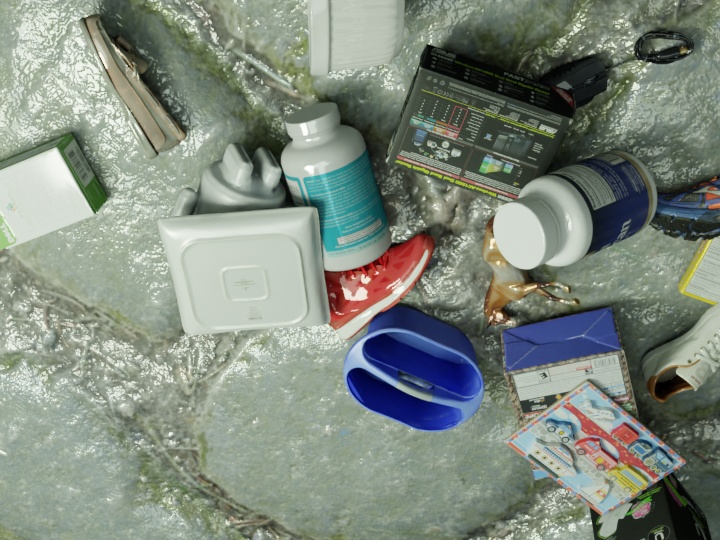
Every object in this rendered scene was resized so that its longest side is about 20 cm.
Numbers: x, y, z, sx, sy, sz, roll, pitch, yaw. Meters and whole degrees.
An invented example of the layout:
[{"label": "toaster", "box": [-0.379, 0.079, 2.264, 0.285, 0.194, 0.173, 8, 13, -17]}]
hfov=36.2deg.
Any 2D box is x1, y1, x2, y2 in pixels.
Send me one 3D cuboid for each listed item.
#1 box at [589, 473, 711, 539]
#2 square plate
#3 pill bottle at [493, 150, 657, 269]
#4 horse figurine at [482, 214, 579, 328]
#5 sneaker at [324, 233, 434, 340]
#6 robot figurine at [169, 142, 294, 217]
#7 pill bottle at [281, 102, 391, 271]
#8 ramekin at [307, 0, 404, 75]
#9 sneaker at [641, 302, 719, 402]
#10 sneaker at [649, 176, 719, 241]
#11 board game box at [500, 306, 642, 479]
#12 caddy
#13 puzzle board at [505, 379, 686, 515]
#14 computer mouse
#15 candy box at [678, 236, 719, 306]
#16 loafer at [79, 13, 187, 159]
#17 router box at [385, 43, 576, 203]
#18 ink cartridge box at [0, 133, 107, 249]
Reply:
[{"label": "box", "box": [0.418, 0.390, 1.560, 0.124, 0.200, 0.149, -33, 109, 21]}, {"label": "square plate", "box": [-0.144, 0.009, 1.406, 0.199, 0.029, 0.199, -4, 130, 2]}, {"label": "pill bottle", "box": [0.258, -0.070, 1.338, 0.111, 0.199, 0.112, 29, 129, 42]}, {"label": "horse figurine", "box": [0.209, -0.009, 1.457, 0.132, 0.050, 0.201, 1, 130, 31]}, {"label": "sneaker", "box": [0.000, 0.000, 1.480, 0.115, 0.078, 0.200, 39, 113, -14]}, {"label": "robot figurine", "box": [-0.167, -0.066, 1.444, 0.169, 0.113, 0.201, 10, 120, -27]}, {"label": "pill bottle", "box": [-0.035, -0.109, 1.409, 0.110, 0.111, 0.201, -11, 115, 12]}, {"label": "ramekin", "box": [-0.008, -0.324, 1.255, 0.104, 0.200, 0.201, -1, 117, -3]}, {"label": "sneaker", "box": [0.466, 0.113, 1.467, 0.073, 0.085, 0.200, 37, 122, -18]}, {"label": "sneaker", "box": [0.450, -0.085, 1.396, 0.199, 0.079, 0.075, 3, 158, 19]}, {"label": "board game box", "box": [0.292, 0.170, 1.507, 0.159, 0.097, 0.201, -12, 123, 12]}, {"label": "caddy", "box": [0.073, 0.141, 1.520, 0.199, 0.105, 0.142, 23, 115, -10]}, {"label": "puzzle board", "box": [0.318, 0.246, 1.488, 0.200, 0.017, 0.151, 38, 118, -19]}, {"label": "computer mouse", "box": [0.308, -0.243, 1.347, 0.199, 0.034, 0.059, -20, 112, 15]}, {"label": "candy box", "box": [0.534, 0.017, 1.456, 0.199, 0.026, 0.103, 20, 117, -4]}, {"label": "loafer", "box": [-0.288, -0.240, 1.403, 0.063, 0.072, 0.201, -24, 119, -1]}, {"label": "router box", "box": [0.147, -0.175, 1.365, 0.199, 0.062, 0.150, 19, 131, -3]}, {"label": "ink cartridge box", "box": [-0.457, -0.098, 1.490, 0.199, 0.059, 0.104, -19, 113, 15]}]
